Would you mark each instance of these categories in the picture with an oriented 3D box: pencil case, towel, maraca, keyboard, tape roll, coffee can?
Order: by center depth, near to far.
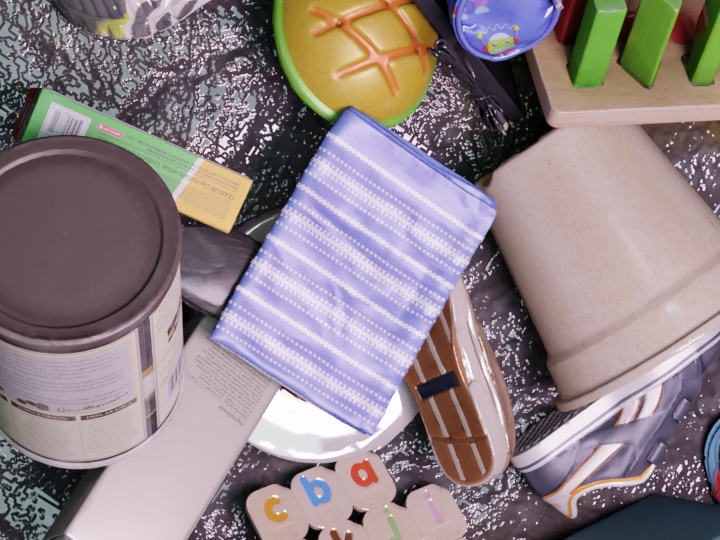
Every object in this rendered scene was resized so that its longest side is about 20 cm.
[{"bbox_3d":[-0.188,0.026,1.201,0.145,0.200,0.147,2,62,-4],"label":"coffee can"},{"bbox_3d":[0.000,0.000,1.321,0.144,0.024,0.201,33,78,-16],"label":"towel"},{"bbox_3d":[0.092,-0.242,1.340,0.078,0.201,0.087,-4,135,-6],"label":"pencil case"},{"bbox_3d":[0.068,-0.174,1.349,0.021,0.128,0.200,-26,136,20],"label":"keyboard"},{"bbox_3d":[-0.001,-0.199,1.374,0.137,0.107,0.201,16,68,-27],"label":"maraca"},{"bbox_3d":[-0.033,0.049,1.420,0.202,0.037,0.204,-1,94,-13],"label":"tape roll"}]

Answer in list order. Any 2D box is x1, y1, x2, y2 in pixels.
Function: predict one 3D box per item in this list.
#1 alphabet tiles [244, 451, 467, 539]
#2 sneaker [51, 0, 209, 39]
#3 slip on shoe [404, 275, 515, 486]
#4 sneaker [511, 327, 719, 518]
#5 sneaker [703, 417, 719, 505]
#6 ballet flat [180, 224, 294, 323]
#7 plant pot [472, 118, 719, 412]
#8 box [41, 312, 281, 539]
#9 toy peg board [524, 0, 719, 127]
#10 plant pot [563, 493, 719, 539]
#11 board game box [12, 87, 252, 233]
[{"bbox_3d":[0.001,0.237,1.395,0.199,0.015,0.196,-19,66,-25],"label":"alphabet tiles"},{"bbox_3d":[-0.133,-0.230,1.359,0.199,0.085,0.075,-11,122,9],"label":"sneaker"},{"bbox_3d":[0.071,0.063,1.399,0.076,0.060,0.201,-22,88,34],"label":"slip on shoe"},{"bbox_3d":[0.218,0.117,1.462,0.200,0.078,0.080,-37,97,4],"label":"sneaker"},{"bbox_3d":[0.337,0.216,1.487,0.079,0.096,0.201,-23,99,-9],"label":"sneaker"},{"bbox_3d":[-0.069,0.013,1.340,0.199,0.057,0.067,16,82,-26],"label":"ballet flat"},{"bbox_3d":[0.187,-0.024,1.398,0.200,0.200,0.184,-32,89,-8],"label":"plant pot"},{"bbox_3d":[-0.139,0.133,1.314,0.082,0.068,0.200,39,64,-12],"label":"box"},{"bbox_3d":[0.221,-0.217,1.367,0.199,0.098,0.200,-3,54,-13],"label":"toy peg board"},{"bbox_3d":[0.207,0.274,1.409,0.199,0.141,0.142,-14,98,-32],"label":"plant pot"},{"bbox_3d":[-0.166,-0.081,1.294,0.152,0.200,0.041,24,90,-13],"label":"board game box"}]
